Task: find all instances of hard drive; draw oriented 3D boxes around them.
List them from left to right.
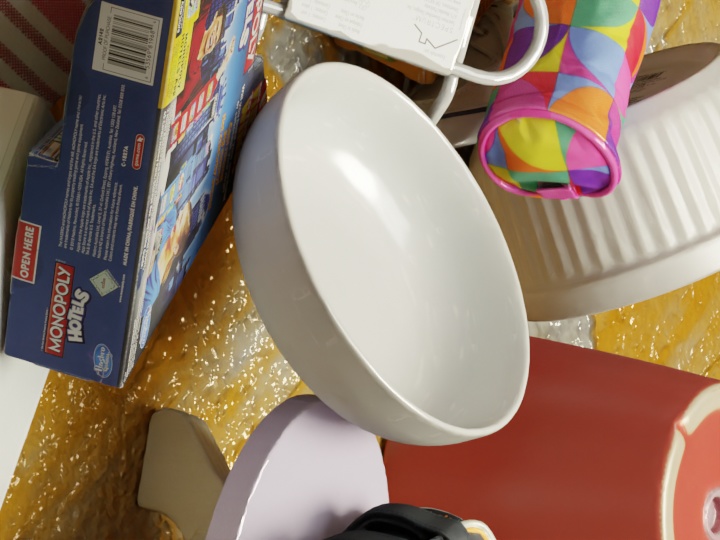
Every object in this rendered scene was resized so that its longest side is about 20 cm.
[{"bbox_3d":[-0.172,0.035,1.164,0.132,0.027,0.201,72,32,-65],"label":"hard drive"}]

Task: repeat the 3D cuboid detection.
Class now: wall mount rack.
[{"bbox_3d":[-0.009,-0.121,1.316,0.199,0.075,0.175,17,90,-24],"label":"wall mount rack"}]

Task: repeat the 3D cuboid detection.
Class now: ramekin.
[{"bbox_3d":[0.158,-0.058,1.506,0.200,0.200,0.105,-35,106,-47],"label":"ramekin"}]

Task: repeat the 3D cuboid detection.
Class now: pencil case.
[{"bbox_3d":[0.123,-0.128,1.405,0.088,0.088,0.201,55,41,-37],"label":"pencil case"}]

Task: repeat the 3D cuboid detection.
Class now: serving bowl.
[{"bbox_3d":[0.000,0.000,1.258,0.200,0.066,0.201,39,37,-37],"label":"serving bowl"}]

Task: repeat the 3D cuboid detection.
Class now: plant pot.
[{"bbox_3d":[0.138,0.134,1.488,0.200,0.177,0.201,-2,92,-52],"label":"plant pot"}]

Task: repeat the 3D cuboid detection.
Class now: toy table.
[{"bbox_3d":[-0.070,0.161,1.266,0.184,0.117,0.201,40,60,-46],"label":"toy table"}]

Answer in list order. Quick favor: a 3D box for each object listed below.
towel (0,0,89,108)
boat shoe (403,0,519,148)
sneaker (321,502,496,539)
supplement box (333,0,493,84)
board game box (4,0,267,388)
[{"bbox_3d":[-0.145,-0.163,1.173,0.200,0.030,0.146,-49,139,-5],"label":"towel"},{"bbox_3d":[0.070,-0.129,1.483,0.202,0.074,0.086,-31,114,-52],"label":"boat shoe"},{"bbox_3d":[0.012,0.148,1.216,0.200,0.078,0.080,28,74,-61],"label":"sneaker"},{"bbox_3d":[0.061,-0.201,1.448,0.200,0.066,0.069,-54,160,-28],"label":"supplement box"},{"bbox_3d":[-0.092,-0.081,1.182,0.200,0.061,0.201,-59,163,-61],"label":"board game box"}]
